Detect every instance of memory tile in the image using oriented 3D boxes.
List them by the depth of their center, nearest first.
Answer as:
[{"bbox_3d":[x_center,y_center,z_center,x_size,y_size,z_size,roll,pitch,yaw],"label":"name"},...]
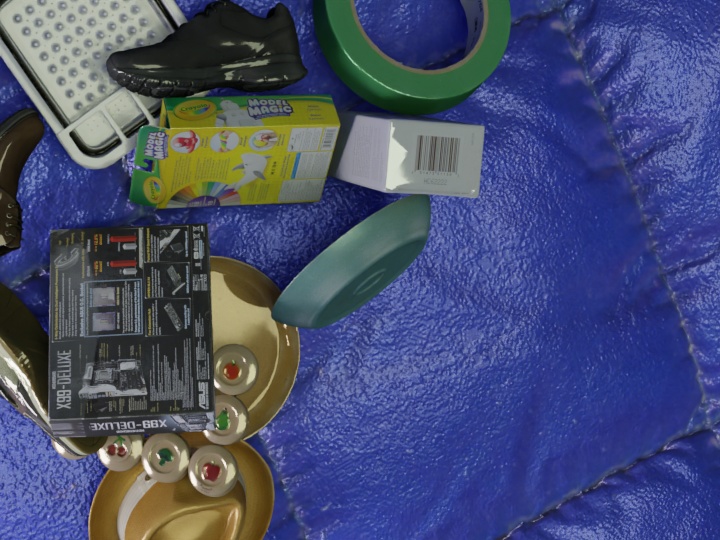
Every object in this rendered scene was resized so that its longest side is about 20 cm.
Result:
[{"bbox_3d":[-0.204,0.129,1.665,0.198,0.017,0.155,13,89,11],"label":"memory tile"}]

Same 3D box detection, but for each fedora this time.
[{"bbox_3d":[-0.175,0.258,1.706,0.198,0.082,0.203,-6,110,-16],"label":"fedora"}]

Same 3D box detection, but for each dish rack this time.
[{"bbox_3d":[-0.256,-0.220,1.644,0.171,0.044,0.201,-37,108,-9],"label":"dish rack"}]

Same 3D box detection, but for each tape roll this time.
[{"bbox_3d":[0.052,-0.259,1.699,0.198,0.048,0.203,5,74,-17],"label":"tape roll"}]

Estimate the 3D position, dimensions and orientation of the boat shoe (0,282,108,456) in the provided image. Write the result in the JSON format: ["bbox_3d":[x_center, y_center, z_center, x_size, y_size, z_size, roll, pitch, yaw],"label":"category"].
[{"bbox_3d":[-0.325,0.100,1.649,0.201,0.066,0.072,52,41,-6],"label":"boat shoe"}]

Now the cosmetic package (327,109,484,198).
[{"bbox_3d":[0.039,-0.118,1.674,0.100,0.200,0.072,3,97,-18],"label":"cosmetic package"}]

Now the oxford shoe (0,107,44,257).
[{"bbox_3d":[-0.346,-0.058,1.609,0.084,0.073,0.201,27,87,9],"label":"oxford shoe"}]

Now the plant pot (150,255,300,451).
[{"bbox_3d":[-0.160,0.083,1.730,0.198,0.027,0.203,-3,99,-19],"label":"plant pot"}]

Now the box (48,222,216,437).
[{"bbox_3d":[-0.220,0.056,1.626,0.156,0.050,0.202,-3,66,-4],"label":"box"}]

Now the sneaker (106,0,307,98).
[{"bbox_3d":[-0.151,-0.215,1.629,0.198,0.076,0.092,-7,89,-25],"label":"sneaker"}]

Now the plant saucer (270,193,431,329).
[{"bbox_3d":[0.000,0.000,1.683,0.199,0.200,0.036,-36,78,-11],"label":"plant saucer"}]

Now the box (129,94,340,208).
[{"bbox_3d":[-0.128,-0.116,1.670,0.198,0.049,0.118,-4,141,-20],"label":"box"}]
